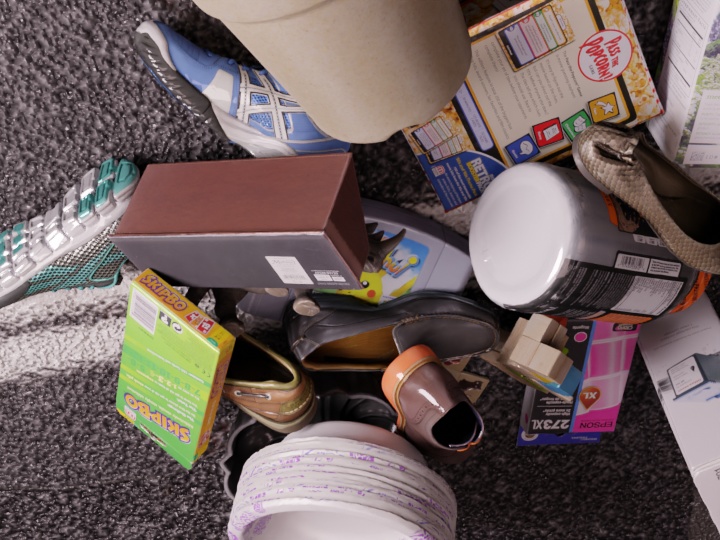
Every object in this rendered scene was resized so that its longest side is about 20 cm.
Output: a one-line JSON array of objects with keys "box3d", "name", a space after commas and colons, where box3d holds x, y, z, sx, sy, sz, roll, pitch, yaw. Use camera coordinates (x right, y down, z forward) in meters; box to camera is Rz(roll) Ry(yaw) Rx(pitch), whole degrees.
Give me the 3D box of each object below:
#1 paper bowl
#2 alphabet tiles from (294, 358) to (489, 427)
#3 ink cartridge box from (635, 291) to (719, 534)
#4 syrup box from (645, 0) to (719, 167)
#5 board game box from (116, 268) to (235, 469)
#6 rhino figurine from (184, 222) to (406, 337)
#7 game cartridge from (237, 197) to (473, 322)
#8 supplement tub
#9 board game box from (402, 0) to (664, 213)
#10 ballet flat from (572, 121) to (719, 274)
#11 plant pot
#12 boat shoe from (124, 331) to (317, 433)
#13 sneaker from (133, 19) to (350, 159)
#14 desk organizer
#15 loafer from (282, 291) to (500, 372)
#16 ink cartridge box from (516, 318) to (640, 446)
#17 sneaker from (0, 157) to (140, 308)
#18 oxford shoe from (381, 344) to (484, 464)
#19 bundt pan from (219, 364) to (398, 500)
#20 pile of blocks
[{"box3d": [-0.013, 0.210, 0.960, 0.200, 0.105, 0.201, 6, 143, 5], "name": "paper bowl"}, {"box3d": [0.021, 0.120, 1.083, 0.199, 0.006, 0.167, 17, 122, -18], "name": "alphabet tiles"}, {"box3d": [0.340, 0.143, 1.016, 0.086, 0.200, 0.147, -25, 126, 12], "name": "ink cartridge box"}, {"box3d": [0.292, -0.184, 0.839, 0.078, 0.082, 0.201, 0, 126, -6], "name": "syrup box"}, {"box3d": [-0.163, 0.092, 0.915, 0.095, 0.030, 0.200, 37, 138, 13], "name": "board game box"}, {"box3d": [-0.055, -0.009, 0.880, 0.199, 0.088, 0.060, -15, 139, 21], "name": "rhino figurine"}, {"box3d": [0.000, 0.000, 0.969, 0.199, 0.041, 0.134, 13, 118, -16], "name": "game cartridge"}, {"box3d": [0.200, -0.018, 0.905, 0.199, 0.123, 0.123, 7, 128, -37], "name": "supplement tub"}, {"box3d": [0.127, -0.152, 0.865, 0.199, 0.046, 0.152, -24, 126, 11], "name": "board game box"}, {"box3d": [0.251, -0.058, 0.849, 0.200, 0.068, 0.046, 33, 144, -24], "name": "ballet flat"}, {"box3d": [-0.013, -0.195, 0.742, 0.200, 0.201, 0.184, -24, 136, 11], "name": "plant pot"}, {"box3d": [-0.128, 0.073, 0.945, 0.199, 0.072, 0.068, 18, 149, 20], "name": "boat shoe"}, {"box3d": [-0.090, -0.138, 0.846, 0.200, 0.076, 0.077, 35, 94, -29], "name": "sneaker"}, {"box3d": [-0.088, -0.037, 0.832, 0.199, 0.077, 0.072, 0, 146, 29], "name": "desk organizer"}, {"box3d": [0.031, 0.065, 0.953, 0.199, 0.072, 0.073, -2, 123, -7], "name": "loafer"}, {"box3d": [0.219, 0.116, 1.087, 0.094, 0.037, 0.201, -1, 129, -5], "name": "ink cartridge box"}, {"box3d": [-0.247, -0.008, 0.914, 0.200, 0.078, 0.091, -30, 129, 17], "name": "sneaker"}, {"box3d": [0.075, 0.142, 0.953, 0.071, 0.073, 0.200, -41, 147, -5], "name": "oxford shoe"}, {"box3d": [-0.038, 0.168, 1.058, 0.201, 0.076, 0.202, -3, 127, -4], "name": "bundt pan"}, {"box3d": [0.170, 0.072, 0.958, 0.082, 0.200, 0.062, 30, 85, -1], "name": "pile of blocks"}]
